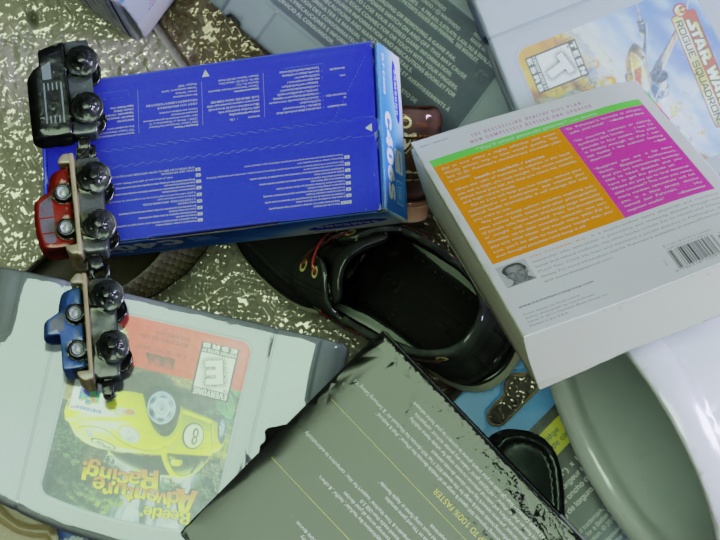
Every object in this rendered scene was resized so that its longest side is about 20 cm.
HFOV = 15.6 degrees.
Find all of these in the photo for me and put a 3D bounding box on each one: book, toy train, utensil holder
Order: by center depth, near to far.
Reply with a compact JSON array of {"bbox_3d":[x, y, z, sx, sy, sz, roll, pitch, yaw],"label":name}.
[{"bbox_3d":[0.117,-0.027,1.342,0.133,0.200,0.048,-21,121,-4],"label":"book"},{"bbox_3d":[0.220,0.047,1.377,0.199,0.170,0.171,-28,81,-16],"label":"utensil holder"},{"bbox_3d":[-0.153,-0.028,1.413,0.046,0.034,0.201,-7,74,-4],"label":"toy train"}]

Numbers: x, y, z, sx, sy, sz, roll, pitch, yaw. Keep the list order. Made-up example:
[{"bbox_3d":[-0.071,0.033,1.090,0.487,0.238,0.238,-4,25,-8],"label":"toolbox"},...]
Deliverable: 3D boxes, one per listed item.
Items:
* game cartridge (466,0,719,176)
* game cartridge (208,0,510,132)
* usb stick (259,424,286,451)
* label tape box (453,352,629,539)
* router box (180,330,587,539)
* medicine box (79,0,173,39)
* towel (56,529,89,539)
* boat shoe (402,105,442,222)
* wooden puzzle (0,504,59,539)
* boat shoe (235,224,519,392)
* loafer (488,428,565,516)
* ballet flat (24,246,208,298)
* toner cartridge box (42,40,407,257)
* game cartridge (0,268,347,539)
[{"bbox_3d":[0.151,-0.095,1.459,0.133,0.042,0.201,-22,85,2],"label":"game cartridge"},{"bbox_3d":[0.025,-0.148,1.519,0.200,0.041,0.133,40,107,8],"label":"game cartridge"},{"bbox_3d":[-0.013,0.179,1.399,0.055,0.033,0.201,-10,89,-20],"label":"usb stick"},{"bbox_3d":[0.144,0.125,1.477,0.144,0.063,0.200,-44,81,-5],"label":"label tape box"},{"bbox_3d":[0.029,0.153,1.344,0.149,0.051,0.200,-44,82,-1],"label":"router box"},{"bbox_3d":[-0.159,-0.270,1.532,0.200,0.103,0.183,36,84,7],"label":"medicine box"},{"bbox_3d":[-0.091,0.160,1.461,0.144,0.024,0.201,-13,81,-6],"label":"towel"},{"bbox_3d":[-0.048,-0.085,1.499,0.199,0.070,0.071,13,110,12],"label":"boat shoe"},{"bbox_3d":[-0.138,0.151,1.498,0.199,0.046,0.186,-15,81,-5],"label":"wooden puzzle"},{"bbox_3d":[0.002,-0.002,1.478,0.201,0.063,0.074,31,81,31],"label":"boat shoe"},{"bbox_3d":[0.076,0.183,1.400,0.068,0.070,0.202,11,79,-5],"label":"loafer"},{"bbox_3d":[-0.156,-0.002,1.503,0.200,0.046,0.067,-39,57,-13],"label":"ballet flat"},{"bbox_3d":[-0.076,-0.064,1.444,0.199,0.043,0.096,-6,81,18],"label":"toner cartridge box"},{"bbox_3d":[-0.117,0.084,1.437,0.199,0.041,0.134,12,85,-2],"label":"game cartridge"}]
